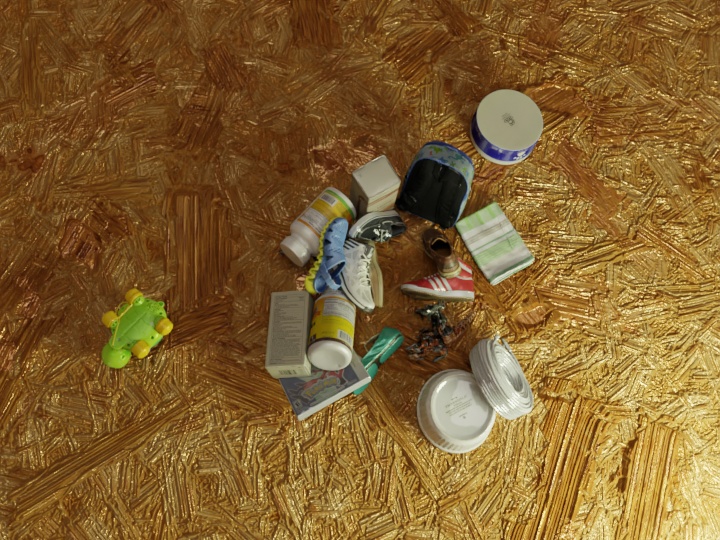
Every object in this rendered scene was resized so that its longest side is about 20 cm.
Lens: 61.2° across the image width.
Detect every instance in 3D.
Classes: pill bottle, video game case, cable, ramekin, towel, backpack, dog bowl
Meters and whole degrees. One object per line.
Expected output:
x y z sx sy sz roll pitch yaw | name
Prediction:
-0.068 0.135 1.496 0.107 0.110 0.202 6 47 -1 | pill bottle
-0.112 -0.109 1.571 0.111 0.111 0.200 39 72 9 | pill bottle
-0.100 0.247 1.491 0.198 0.023 0.183 -27 48 -11 | video game case
0.338 0.260 1.470 0.069 0.199 0.202 -36 72 24 | cable
0.239 0.339 1.487 0.198 0.094 0.206 1 73 -3 | ramekin
0.366 -0.078 1.662 0.148 0.031 0.202 -27 76 -12 | towel
0.209 -0.241 1.615 0.181 0.201 0.148 25 52 6 | backpack
0.418 -0.412 1.747 0.196 0.079 0.204 1 72 -3 | dog bowl

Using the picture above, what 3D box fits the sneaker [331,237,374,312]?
0.000 0.000 1.522 0.115 0.075 0.202 -44 60 21 | sneaker

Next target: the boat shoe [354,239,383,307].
0.021 0.006 1.597 0.063 0.072 0.203 -10 63 -2 | boat shoe

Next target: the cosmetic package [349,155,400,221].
0.033 -0.198 1.589 0.102 0.200 0.088 -30 75 -12 | cosmetic package

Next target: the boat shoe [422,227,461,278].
0.207 -0.062 1.581 0.071 0.068 0.201 -20 36 -1 | boat shoe

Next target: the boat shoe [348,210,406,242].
0.051 -0.106 1.588 0.068 0.072 0.199 48 34 20 | boat shoe

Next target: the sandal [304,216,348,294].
-0.065 -0.032 1.502 0.086 0.079 0.203 15 89 38 | sandal

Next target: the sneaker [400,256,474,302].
0.202 0.019 1.599 0.196 0.071 0.115 6 76 -10 | sneaker

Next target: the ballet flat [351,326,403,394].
0.025 0.222 1.535 0.070 0.068 0.200 32 71 32 | ballet flat

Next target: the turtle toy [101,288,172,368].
-0.555 0.152 1.493 0.145 0.101 0.200 41 75 9 | turtle toy

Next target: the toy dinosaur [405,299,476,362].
0.201 0.153 1.562 0.198 0.102 0.137 -26 90 -30 | toy dinosaur

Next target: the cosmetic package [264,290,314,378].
-0.172 0.156 1.501 0.102 0.073 0.203 -3 58 8 | cosmetic package

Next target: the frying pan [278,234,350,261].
-0.110 -0.041 1.619 0.188 0.031 0.116 -27 75 -8 | frying pan
